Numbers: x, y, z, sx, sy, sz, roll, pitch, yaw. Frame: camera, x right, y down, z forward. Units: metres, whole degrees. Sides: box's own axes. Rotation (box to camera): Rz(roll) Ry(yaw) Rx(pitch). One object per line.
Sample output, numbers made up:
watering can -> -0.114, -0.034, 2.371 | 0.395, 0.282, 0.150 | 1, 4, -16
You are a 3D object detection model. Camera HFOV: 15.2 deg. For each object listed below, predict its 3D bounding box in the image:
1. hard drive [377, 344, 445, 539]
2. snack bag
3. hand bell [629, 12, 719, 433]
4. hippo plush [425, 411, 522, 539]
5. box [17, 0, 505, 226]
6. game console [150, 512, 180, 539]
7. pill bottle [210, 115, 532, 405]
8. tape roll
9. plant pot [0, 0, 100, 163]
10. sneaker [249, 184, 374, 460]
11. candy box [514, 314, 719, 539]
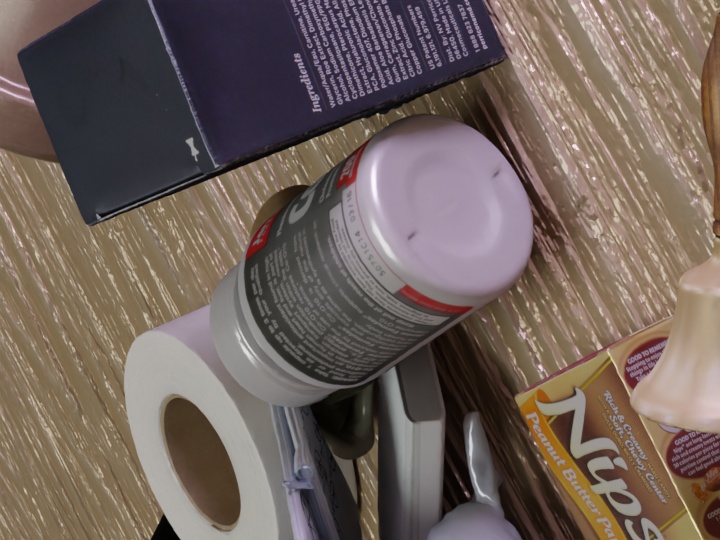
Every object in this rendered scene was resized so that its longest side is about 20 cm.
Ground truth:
hard drive -> 0.031, 0.129, 1.704 | 0.132, 0.026, 0.200 | -102, 9, -52
snack bag -> -0.016, 0.177, 1.682 | 0.189, 0.021, 0.200 | 68, -173, -46
hand bell -> 0.187, -0.029, 1.342 | 0.104, 0.104, 0.200 | 18, 113, 54
hippo plush -> 0.105, 0.226, 1.616 | 0.161, 0.200, 0.159 | 18, 155, 23
box -> -0.060, -0.123, 1.545 | 0.197, 0.200, 0.118 | -17, 95, 61
game console -> -0.084, 0.293, 2.089 | 0.200, 0.116, 0.176 | 41, 113, 38
pill bottle -> 0.000, 0.000, 1.573 | 0.200, 0.114, 0.114 | -36, 79, 49
tape roll -> -0.087, 0.124, 1.912 | 0.202, 0.071, 0.203 | 39, 141, 40
plant pot -> -0.191, -0.193, 1.759 | 0.200, 0.200, 0.175 | 45, 128, 35
sneaker -> -0.019, 0.041, 1.735 | 0.090, 0.067, 0.200 | 51, 156, 37
candy box -> 0.173, 0.136, 1.492 | 0.200, 0.055, 0.115 | 64, 151, 5
